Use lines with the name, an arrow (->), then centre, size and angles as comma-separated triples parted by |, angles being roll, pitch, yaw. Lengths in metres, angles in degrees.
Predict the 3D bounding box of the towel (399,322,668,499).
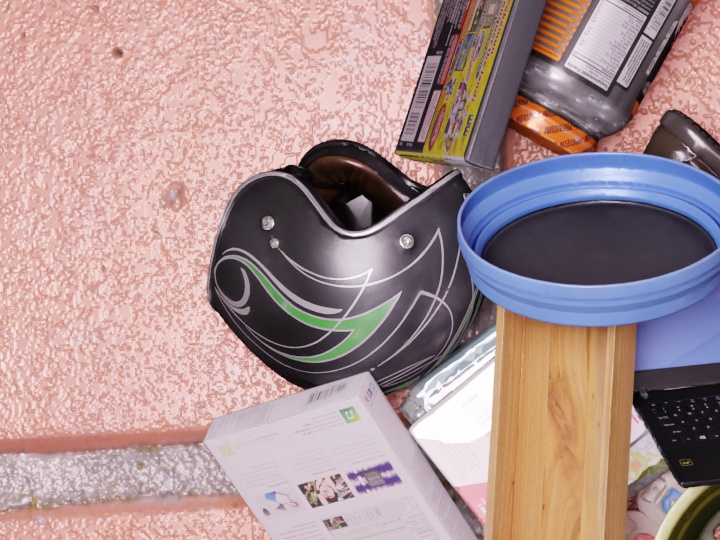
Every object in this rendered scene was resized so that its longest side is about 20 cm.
towel -> 0.153, 0.109, 1.639 | 0.200, 0.048, 0.171 | -36, 85, 5

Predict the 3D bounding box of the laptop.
laptop -> 0.282, 0.052, 1.495 | 0.176, 0.200, 0.104 | -6, 116, -7

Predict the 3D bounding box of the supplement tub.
supplement tub -> 0.179, -0.190, 1.622 | 0.122, 0.123, 0.200 | 30, 92, 7

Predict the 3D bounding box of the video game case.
video game case -> 0.091, -0.176, 1.605 | 0.025, 0.181, 0.201 | 18, 90, -16

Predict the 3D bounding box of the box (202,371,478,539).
box -> -0.008, 0.176, 1.600 | 0.144, 0.036, 0.200 | -17, 117, 30

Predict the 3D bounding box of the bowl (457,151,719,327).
bowl -> 0.168, -0.023, 1.503 | 0.200, 0.201, 0.040 | -2, 119, 6

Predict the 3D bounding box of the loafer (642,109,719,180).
loafer -> 0.290, -0.034, 1.636 | 0.071, 0.073, 0.200 | -46, 79, 12

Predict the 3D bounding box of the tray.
tray -> 0.142, 0.118, 1.509 | 0.098, 0.037, 0.201 | 3, 90, 37

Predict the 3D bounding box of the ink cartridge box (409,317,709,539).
ink cartridge box -> 0.149, 0.098, 1.581 | 0.200, 0.067, 0.117 | -39, 85, 4

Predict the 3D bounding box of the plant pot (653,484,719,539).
plant pot -> 0.305, 0.226, 1.557 | 0.199, 0.190, 0.201 | 0, 88, 6

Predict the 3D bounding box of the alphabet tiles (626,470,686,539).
alphabet tiles -> 0.183, 0.136, 1.662 | 0.195, 0.015, 0.200 | 36, 92, 9

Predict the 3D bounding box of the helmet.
helmet -> 0.000, 0.000, 1.601 | 0.190, 0.200, 0.201 | 25, 91, 14
